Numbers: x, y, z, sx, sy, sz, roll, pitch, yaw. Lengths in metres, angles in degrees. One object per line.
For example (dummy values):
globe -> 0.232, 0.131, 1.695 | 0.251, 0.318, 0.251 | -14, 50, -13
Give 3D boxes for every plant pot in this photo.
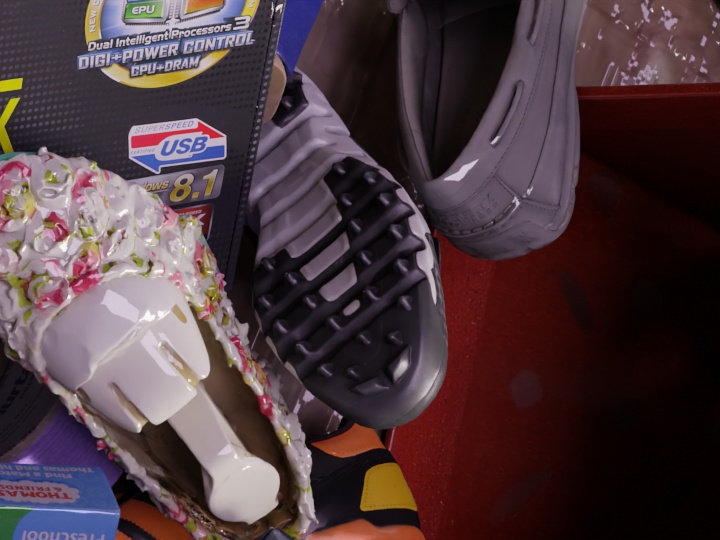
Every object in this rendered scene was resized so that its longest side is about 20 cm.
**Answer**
plant pot -> 0.144, 0.051, 1.055 | 0.176, 0.199, 0.201 | 18, 81, -38

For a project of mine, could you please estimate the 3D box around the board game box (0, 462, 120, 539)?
board game box -> -0.170, 0.155, 0.909 | 0.151, 0.037, 0.201 | 5, 112, -22

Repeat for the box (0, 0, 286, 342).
box -> -0.124, -0.048, 0.861 | 0.199, 0.044, 0.161 | -11, 133, -29

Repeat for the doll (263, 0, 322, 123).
doll -> -0.044, -0.152, 0.993 | 0.136, 0.048, 0.201 | 21, 57, -11

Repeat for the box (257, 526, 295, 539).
box -> -0.017, 0.189, 0.857 | 0.158, 0.200, 0.051 | -48, 130, -4

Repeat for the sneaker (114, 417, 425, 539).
sneaker -> -0.074, 0.100, 1.006 | 0.199, 0.070, 0.090 | -9, 63, -19

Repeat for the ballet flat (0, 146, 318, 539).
ballet flat -> -0.061, 0.032, 0.898 | 0.076, 0.064, 0.200 | -37, 142, 2

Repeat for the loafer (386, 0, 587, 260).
loafer -> 0.045, -0.102, 1.034 | 0.070, 0.070, 0.201 | 35, 45, -49

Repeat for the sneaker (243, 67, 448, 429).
sneaker -> 0.000, 0.000, 0.980 | 0.066, 0.200, 0.091 | -40, 126, 6

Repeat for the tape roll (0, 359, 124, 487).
tape roll -> -0.162, 0.006, 0.949 | 0.199, 0.066, 0.201 | 1, 88, -28
